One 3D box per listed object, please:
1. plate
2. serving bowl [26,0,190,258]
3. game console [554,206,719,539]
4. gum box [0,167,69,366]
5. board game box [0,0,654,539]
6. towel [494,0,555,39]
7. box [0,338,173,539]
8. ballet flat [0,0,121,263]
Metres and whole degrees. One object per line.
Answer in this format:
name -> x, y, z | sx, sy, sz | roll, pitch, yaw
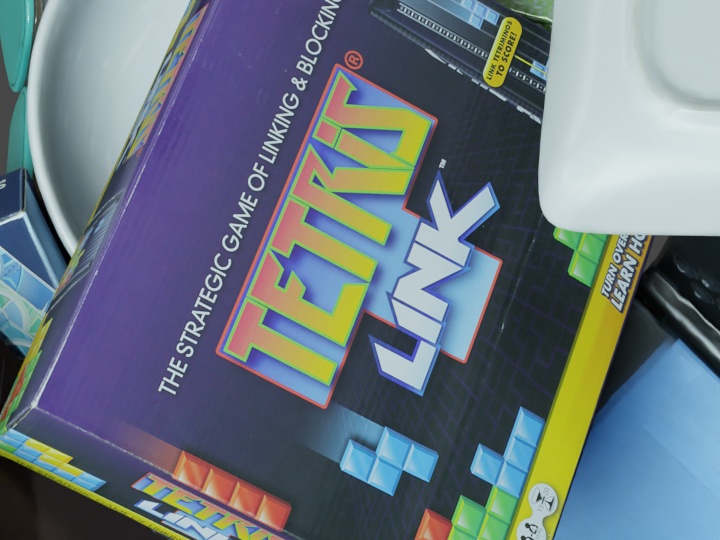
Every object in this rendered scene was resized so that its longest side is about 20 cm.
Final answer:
plate -> 0.160, -0.105, 0.713 | 0.200, 0.032, 0.200 | 2, 67, 9
serving bowl -> -0.020, -0.049, 0.809 | 0.200, 0.066, 0.201 | 2, 76, -9
game console -> 0.144, 0.091, 0.760 | 0.200, 0.172, 0.119 | 44, 82, 9
gum box -> -0.177, 0.078, 0.798 | 0.200, 0.045, 0.170 | -21, 116, 1
board game box -> 0.000, 0.000, 0.710 | 0.165, 0.057, 0.200 | 28, 64, -15
towel -> 0.105, -0.137, 0.766 | 0.200, 0.031, 0.149 | 13, 74, 16
box -> -0.169, 0.135, 0.707 | 0.200, 0.166, 0.164 | -38, 111, 9
ballet flat -> -0.106, -0.072, 0.862 | 0.073, 0.073, 0.200 | -17, 63, 21
